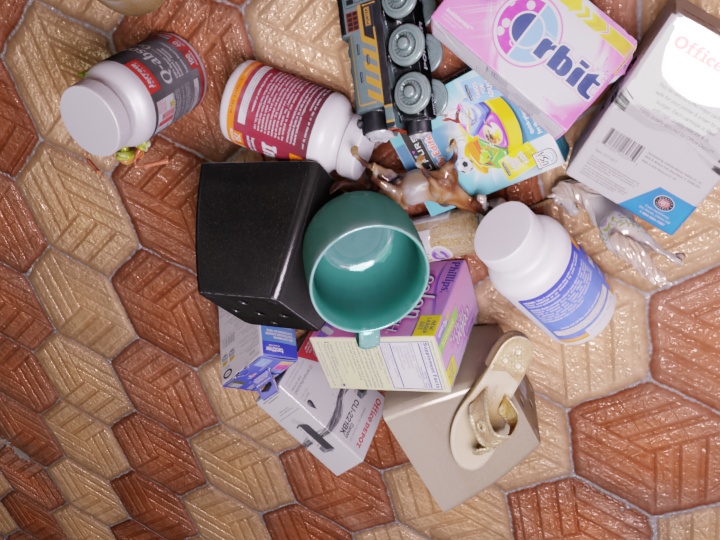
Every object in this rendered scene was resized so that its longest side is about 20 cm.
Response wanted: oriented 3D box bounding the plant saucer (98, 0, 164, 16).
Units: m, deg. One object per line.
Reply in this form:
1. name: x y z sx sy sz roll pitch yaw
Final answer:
1. plant saucer: -0.345 -0.449 0.912 0.195 0.036 0.204 13 127 18

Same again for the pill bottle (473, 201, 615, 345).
1. pill bottle: 0.230 0.002 0.841 0.110 0.114 0.199 -22 136 36

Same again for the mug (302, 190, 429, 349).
1. mug: -0.006 -0.007 0.840 0.149 0.115 0.187 21 118 -25

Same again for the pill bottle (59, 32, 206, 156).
1. pill bottle: -0.310 -0.244 0.927 0.113 0.201 0.118 13 128 17

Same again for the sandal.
1. sandal: 0.177 0.189 0.879 0.076 0.070 0.217 15 106 -11

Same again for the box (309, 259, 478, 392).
1. box: 0.054 0.079 0.984 0.195 0.177 0.098 -3 124 28

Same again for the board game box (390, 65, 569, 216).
1. board game box: 0.142 -0.173 0.850 0.197 0.047 0.153 -20 111 35

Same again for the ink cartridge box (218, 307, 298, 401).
1. ink cartridge box: -0.172 0.107 1.105 0.075 0.205 0.136 15 144 -36

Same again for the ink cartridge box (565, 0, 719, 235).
1. ink cartridge box: 0.342 -0.165 0.730 0.144 0.085 0.202 31 130 4

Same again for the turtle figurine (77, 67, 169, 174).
1. turtle figurine: -0.378 -0.236 1.058 0.196 0.064 0.165 10 119 31

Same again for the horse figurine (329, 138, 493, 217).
1. horse figurine: 0.063 -0.112 0.850 0.195 0.051 0.133 -2 156 22

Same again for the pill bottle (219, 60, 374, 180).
1. pill bottle: -0.081 -0.197 0.902 0.196 0.114 0.115 23 130 11

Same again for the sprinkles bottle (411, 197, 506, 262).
1. sprinkles bottle: 0.114 -0.049 0.938 0.196 0.069 0.069 -10 118 32

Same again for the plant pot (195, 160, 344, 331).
1. plant pot: -0.120 -0.024 0.943 0.195 0.182 0.200 3 158 26

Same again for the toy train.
1. toy train: 0.036 -0.254 0.793 0.111 0.085 0.206 -6 94 30

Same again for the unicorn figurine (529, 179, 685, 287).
1. unicorn figurine: 0.304 -0.058 0.806 0.135 0.200 0.075 26 104 -9

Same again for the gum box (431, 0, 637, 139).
1. gum box: 0.185 -0.247 0.717 0.199 0.066 0.114 41 97 4

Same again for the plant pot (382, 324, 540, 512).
1. plant pot: 0.163 0.200 1.012 0.174 0.201 0.202 -24 111 21

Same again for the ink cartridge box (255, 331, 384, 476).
1. ink cartridge box: -0.062 0.230 1.167 0.200 0.145 0.083 44 130 -11
